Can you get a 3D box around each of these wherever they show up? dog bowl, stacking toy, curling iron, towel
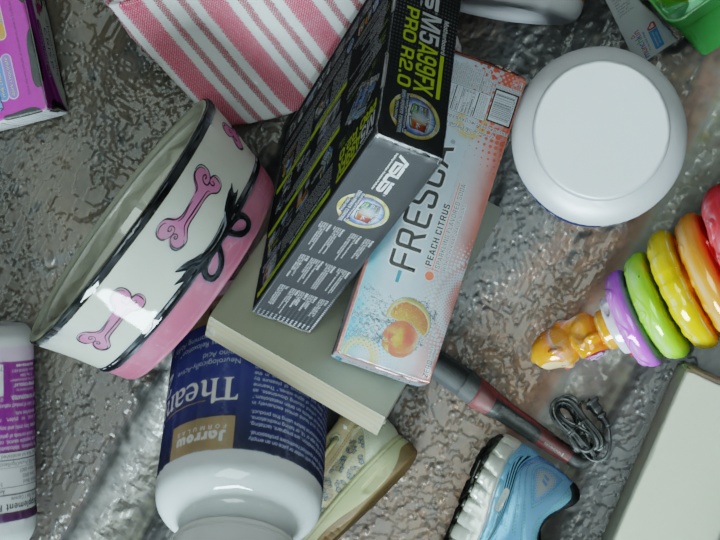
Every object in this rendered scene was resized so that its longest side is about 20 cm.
[{"bbox_3d":[-0.135,-0.014,1.115,0.073,0.200,0.201,36,95,-14],"label":"dog bowl"},{"bbox_3d":[0.203,0.021,1.124,0.199,0.116,0.111,-27,85,18],"label":"stacking toy"},{"bbox_3d":[0.088,0.078,1.170,0.198,0.026,0.050,27,73,10],"label":"curling iron"},{"bbox_3d":[-0.050,-0.164,1.102,0.198,0.147,0.030,-12,53,25],"label":"towel"}]

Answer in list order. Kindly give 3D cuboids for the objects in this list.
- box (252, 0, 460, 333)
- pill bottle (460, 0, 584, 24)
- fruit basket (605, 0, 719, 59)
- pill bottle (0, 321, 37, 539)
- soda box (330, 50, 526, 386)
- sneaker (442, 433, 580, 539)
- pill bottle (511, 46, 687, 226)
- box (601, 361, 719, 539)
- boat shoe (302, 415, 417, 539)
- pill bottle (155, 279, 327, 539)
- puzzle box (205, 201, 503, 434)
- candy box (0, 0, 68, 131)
[{"bbox_3d":[-0.003,-0.080,1.029,0.044,0.200,0.162,19,52,-15],"label":"box"},{"bbox_3d":[0.109,-0.274,1.115,0.111,0.112,0.203,9,92,6],"label":"pill bottle"},{"bbox_3d":[0.221,-0.248,1.071,0.184,0.094,0.200,-35,131,7],"label":"fruit basket"},{"bbox_3d":[-0.284,0.139,1.170,0.111,0.112,0.203,0,91,7],"label":"pill bottle"},{"bbox_3d":[0.041,-0.032,1.039,0.063,0.068,0.202,19,83,-2],"label":"soda box"},{"bbox_3d":[0.091,0.220,1.145,0.089,0.078,0.202,23,94,3],"label":"sneaker"},{"bbox_3d":[0.152,-0.084,1.069,0.110,0.200,0.113,0,91,7],"label":"pill bottle"},{"bbox_3d":[0.209,0.168,1.128,0.068,0.082,0.202,24,95,6],"label":"box"},{"bbox_3d":[-0.050,0.176,1.168,0.200,0.073,0.063,-42,80,-5],"label":"boat shoe"},{"bbox_3d":[-0.078,0.116,1.100,0.109,0.111,0.202,-2,54,7],"label":"pill bottle"},{"bbox_3d":[0.000,0.000,1.117,0.132,0.026,0.201,29,54,6],"label":"puzzle box"},{"bbox_3d":[-0.323,-0.157,1.195,0.197,0.061,0.138,-12,90,6],"label":"candy box"}]
